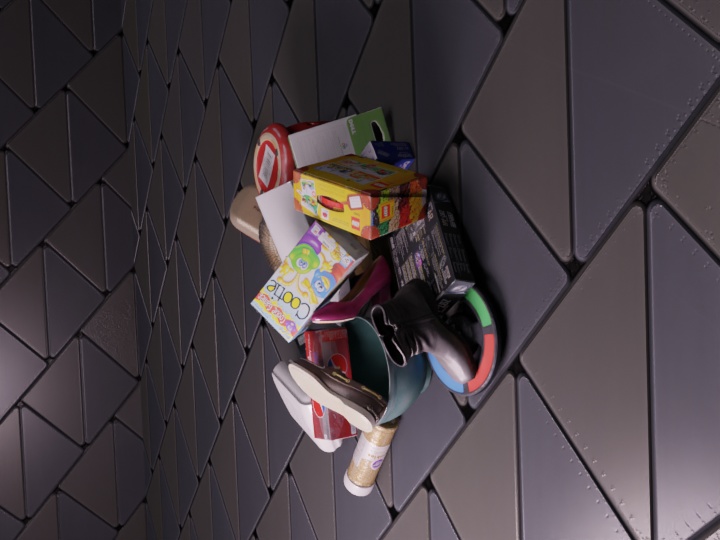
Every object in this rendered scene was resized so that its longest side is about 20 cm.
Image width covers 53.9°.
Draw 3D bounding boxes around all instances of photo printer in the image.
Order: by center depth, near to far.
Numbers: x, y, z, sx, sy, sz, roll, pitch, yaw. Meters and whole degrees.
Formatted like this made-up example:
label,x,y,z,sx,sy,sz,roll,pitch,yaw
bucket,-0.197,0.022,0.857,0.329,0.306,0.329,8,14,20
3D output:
label,x,y,z,sx,sy,sz,roll,pitch,yaw
photo printer,-0.118,0.316,1.635,0.199,0.069,0.169,32,149,53

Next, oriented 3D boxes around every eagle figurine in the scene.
label,x,y,z,sx,sy,sz,roll,pitch,yaw
eagle figurine,-0.163,-0.038,1.650,0.148,0.202,0.153,-16,34,21

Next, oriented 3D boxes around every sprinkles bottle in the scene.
label,x,y,z,sx,sy,sz,roll,pitch,yaw
sprinkles bottle,0.021,0.376,1.471,0.069,0.067,0.204,50,133,42

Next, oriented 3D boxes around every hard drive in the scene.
label,x,y,z,sx,sy,sz,roll,pitch,yaw
hard drive,-0.136,-0.075,1.459,0.130,0.026,0.205,-14,102,48

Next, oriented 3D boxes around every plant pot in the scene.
label,x,y,z,sx,sy,sz,roll,pitch,yaw
plant pot,0.052,0.184,1.342,0.198,0.131,0.207,9,101,58
plant pot,-0.125,-0.223,1.545,0.198,0.179,0.207,12,105,54

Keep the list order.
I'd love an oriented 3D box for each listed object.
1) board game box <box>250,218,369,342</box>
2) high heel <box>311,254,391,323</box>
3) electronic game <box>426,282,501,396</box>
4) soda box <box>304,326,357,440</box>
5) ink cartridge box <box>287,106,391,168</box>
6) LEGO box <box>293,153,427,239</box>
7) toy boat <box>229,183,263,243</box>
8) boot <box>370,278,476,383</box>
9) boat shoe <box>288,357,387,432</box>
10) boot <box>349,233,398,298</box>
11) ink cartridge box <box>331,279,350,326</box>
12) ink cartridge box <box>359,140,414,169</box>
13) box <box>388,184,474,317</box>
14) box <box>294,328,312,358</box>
label,x,y,z,sx,sy,sz,roll,pitch,yaw
board game box,-0.092,0.013,1.295,0.103,0.105,0.201,42,107,5
high heel,-0.016,0.036,1.299,0.067,0.196,0.099,-3,98,53
electronic game,0.173,0.115,1.227,0.198,0.041,0.207,7,98,58
soda box,-0.056,0.212,1.337,0.069,0.062,0.207,-11,83,58
ink cartridge box,-0.038,-0.243,1.414,0.059,0.195,0.107,-165,58,-86
LEGO box,-0.001,-0.135,1.241,0.197,0.147,0.079,24,124,41
toy boat,-0.232,-0.127,1.788,0.197,0.131,0.132,30,80,23
boot,0.099,0.124,1.156,0.202,0.131,0.070,54,135,1
boat shoe,-0.041,0.208,1.255,0.197,0.060,0.073,28,145,28
boot,0.000,0.000,1.480,0.199,0.064,0.181,-21,73,60
ink cartridge box,-0.092,0.002,1.496,0.159,0.050,0.204,30,144,34
ink cartridge box,0.017,-0.175,1.398,0.200,0.092,0.045,-50,54,48
box,0.120,-0.021,1.259,0.161,0.042,0.204,-52,40,45
box,-0.070,0.234,1.500,0.160,0.050,0.200,60,178,-24
